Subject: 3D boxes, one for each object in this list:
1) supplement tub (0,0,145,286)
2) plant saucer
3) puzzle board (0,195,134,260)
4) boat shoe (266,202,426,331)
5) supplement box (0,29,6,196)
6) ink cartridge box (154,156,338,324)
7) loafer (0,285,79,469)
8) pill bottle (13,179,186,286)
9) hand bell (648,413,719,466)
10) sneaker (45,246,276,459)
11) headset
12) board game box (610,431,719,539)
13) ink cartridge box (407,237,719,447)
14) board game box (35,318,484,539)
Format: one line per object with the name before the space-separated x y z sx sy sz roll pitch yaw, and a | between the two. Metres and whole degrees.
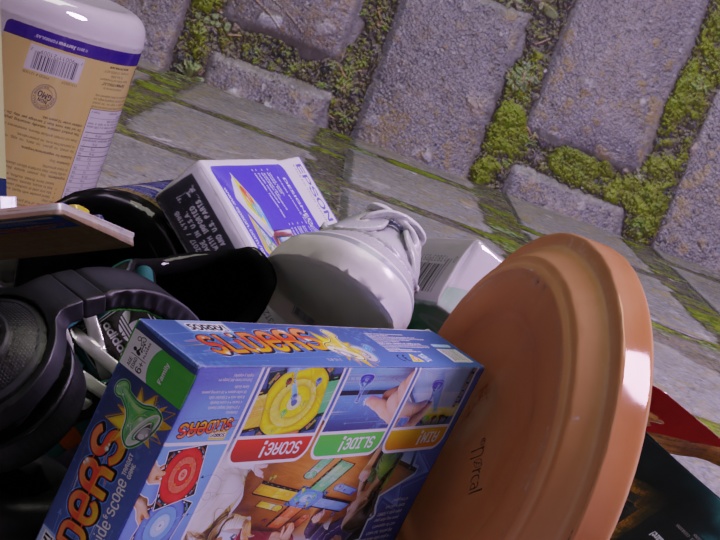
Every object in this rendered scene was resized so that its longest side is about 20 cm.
supplement tub | -0.233 -0.089 1.012 0.145 0.200 0.145 20 10 -4
plant saucer | 0.058 0.076 0.703 0.032 0.200 0.200 21 9 -19
puzzle board | -0.232 -0.018 0.826 0.200 0.017 0.151 -6 -6 5
boat shoe | 0.000 0.000 0.780 0.072 0.069 0.200 38 -11 3
supplement box | -0.309 -0.120 0.852 0.200 0.200 0.134 -5 -5 32
ink cartridge box | -0.030 0.024 0.972 0.198 0.043 0.200 59 15 3
loafer | -0.153 0.054 0.774 0.200 0.072 0.073 24 10 18
pill bottle | -0.129 -0.001 1.006 0.112 0.112 0.200 22 11 11
hand bell | 0.266 0.132 1.123 0.200 0.104 0.104 23 10 24
sneaker | -0.121 0.036 0.697 0.200 0.080 0.071 -30 86 -38
headset | -0.152 0.063 0.619 0.200 0.124 0.094 -19 37 -38
board game box | 0.098 0.132 0.746 0.028 0.135 0.200 64 -5 -20
ink cartridge box | 0.093 0.055 0.914 0.200 0.050 0.161 40 -12 -18
board game box | -0.040 0.087 0.639 0.034 0.135 0.200 34 15 30
